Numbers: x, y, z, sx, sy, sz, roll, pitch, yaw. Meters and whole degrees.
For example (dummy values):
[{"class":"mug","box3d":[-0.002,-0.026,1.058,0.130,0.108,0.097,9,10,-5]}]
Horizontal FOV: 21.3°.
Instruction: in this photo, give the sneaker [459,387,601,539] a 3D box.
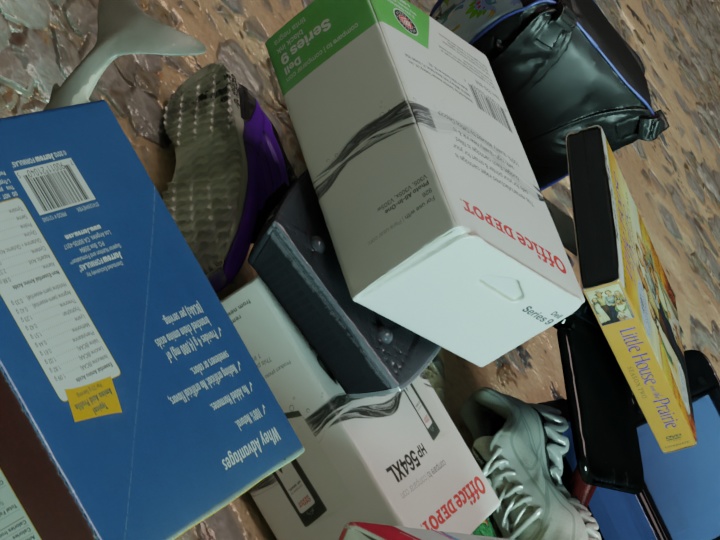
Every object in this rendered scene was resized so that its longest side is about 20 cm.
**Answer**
[{"class":"sneaker","box3d":[0.116,0.164,1.383,0.081,0.075,0.200,34,25,-31]}]

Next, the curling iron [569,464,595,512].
[{"class":"curling iron","box3d":[0.184,0.157,1.511,0.025,0.050,0.200,27,39,4]}]

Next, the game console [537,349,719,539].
[{"class":"game console","box3d":[0.257,0.177,1.591,0.116,0.175,0.201,84,-18,-77]}]

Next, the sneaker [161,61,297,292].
[{"class":"sneaker","box3d":[-0.075,-0.045,1.233,0.100,0.069,0.201,46,27,-33]}]

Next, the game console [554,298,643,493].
[{"class":"game console","box3d":[0.130,0.070,1.385,0.175,0.117,0.200,24,-1,21]}]

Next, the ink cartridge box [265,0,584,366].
[{"class":"ink cartridge box","box3d":[0.038,-0.060,1.145,0.146,0.084,0.201,28,36,-48]}]

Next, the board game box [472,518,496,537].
[{"class":"board game box","box3d":[0.082,0.234,1.283,0.105,0.023,0.201,14,51,-62]}]

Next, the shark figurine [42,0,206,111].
[{"class":"shark figurine","box3d":[-0.165,-0.051,1.028,0.128,0.215,0.089,-12,29,-37]}]

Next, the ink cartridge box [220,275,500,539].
[{"class":"ink cartridge box","box3d":[-0.013,0.096,1.171,0.200,0.084,0.146,58,23,2]}]

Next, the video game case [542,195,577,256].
[{"class":"video game case","box3d":[0.073,-0.088,1.430,0.182,0.023,0.200,35,4,-25]}]

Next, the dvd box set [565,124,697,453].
[{"class":"dvd box set","box3d":[0.193,0.015,1.355,0.200,0.029,0.147,59,23,-44]}]

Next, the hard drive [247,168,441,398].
[{"class":"hard drive","box3d":[0.001,-0.003,1.162,0.135,0.042,0.200,53,23,-7]}]

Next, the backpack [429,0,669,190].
[{"class":"backpack","box3d":[0.121,-0.154,1.590,0.183,0.200,0.147,43,26,-31]}]

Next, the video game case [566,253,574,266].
[{"class":"video game case","box3d":[0.069,-0.062,1.383,0.182,0.022,0.200,37,2,13]}]

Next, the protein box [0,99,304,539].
[{"class":"protein box","box3d":[-0.161,0.049,0.869,0.201,0.135,0.198,60,23,2]}]

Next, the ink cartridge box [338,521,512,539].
[{"class":"ink cartridge box","box3d":[0.045,0.224,1.049,0.085,0.148,0.200,23,4,34]}]
